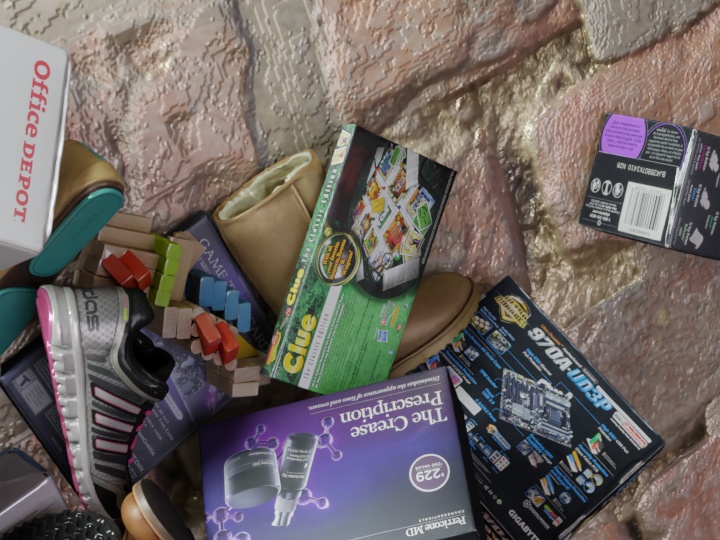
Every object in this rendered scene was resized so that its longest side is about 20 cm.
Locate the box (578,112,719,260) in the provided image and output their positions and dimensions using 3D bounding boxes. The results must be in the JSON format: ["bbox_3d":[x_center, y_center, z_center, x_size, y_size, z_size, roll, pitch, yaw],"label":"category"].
[{"bbox_3d":[0.315,-0.066,1.395,0.198,0.122,0.107,10,96,-35],"label":"box"}]

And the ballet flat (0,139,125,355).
[{"bbox_3d":[-0.240,-0.007,1.071,0.200,0.063,0.069,-47,156,10],"label":"ballet flat"}]

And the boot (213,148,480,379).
[{"bbox_3d":[-0.003,-0.009,1.233,0.175,0.066,0.201,-41,118,-26],"label":"boot"}]

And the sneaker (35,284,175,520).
[{"bbox_3d":[-0.170,0.093,1.094,0.086,0.074,0.202,-12,122,-12],"label":"sneaker"}]

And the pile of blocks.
[{"bbox_3d":[-0.121,0.025,1.141,0.200,0.062,0.082,41,79,-35],"label":"pile of blocks"}]

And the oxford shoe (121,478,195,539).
[{"bbox_3d":[-0.153,0.215,1.140,0.071,0.072,0.201,-26,152,-10],"label":"oxford shoe"}]

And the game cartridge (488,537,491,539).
[{"bbox_3d":[0.135,0.230,1.407,0.129,0.038,0.202,-7,106,-37],"label":"game cartridge"}]

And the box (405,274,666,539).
[{"bbox_3d":[0.130,0.126,1.290,0.159,0.200,0.046,-37,164,-21],"label":"box"}]

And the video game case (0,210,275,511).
[{"bbox_3d":[-0.162,0.070,1.174,0.200,0.019,0.144,-40,121,-20],"label":"video game case"}]

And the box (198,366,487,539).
[{"bbox_3d":[-0.013,0.169,1.154,0.198,0.142,0.079,-14,146,7],"label":"box"}]

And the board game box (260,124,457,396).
[{"bbox_3d":[0.000,0.000,1.191,0.104,0.023,0.202,22,85,-34],"label":"board game box"}]

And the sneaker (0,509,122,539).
[{"bbox_3d":[-0.241,0.248,1.053,0.199,0.070,0.091,-37,135,-20],"label":"sneaker"}]

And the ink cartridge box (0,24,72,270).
[{"bbox_3d":[-0.294,-0.094,0.973,0.199,0.083,0.147,18,66,-36],"label":"ink cartridge box"}]

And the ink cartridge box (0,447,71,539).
[{"bbox_3d":[-0.250,0.253,1.125,0.136,0.076,0.201,-35,117,-21],"label":"ink cartridge box"}]
